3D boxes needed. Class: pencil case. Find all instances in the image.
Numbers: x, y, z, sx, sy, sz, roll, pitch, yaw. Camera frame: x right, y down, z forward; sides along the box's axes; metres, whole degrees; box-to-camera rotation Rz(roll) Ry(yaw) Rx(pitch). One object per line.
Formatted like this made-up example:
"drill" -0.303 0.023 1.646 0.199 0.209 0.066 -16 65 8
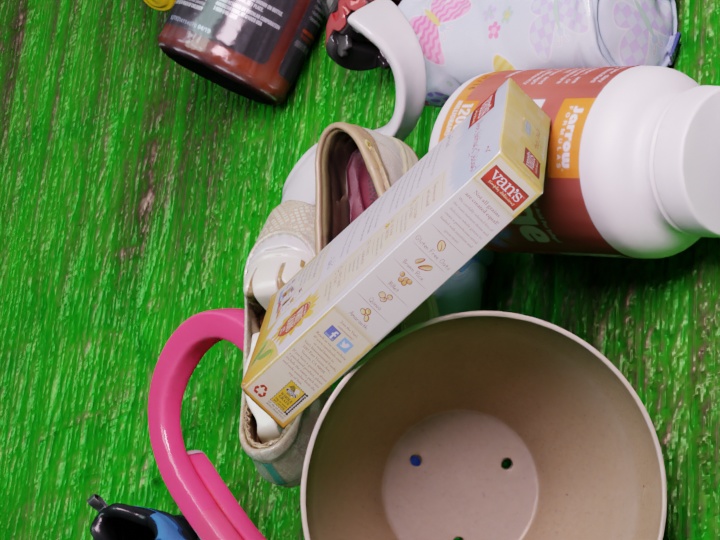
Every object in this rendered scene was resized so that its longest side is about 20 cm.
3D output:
"pencil case" 0.109 -0.154 1.475 0.199 0.083 0.091 -4 61 48

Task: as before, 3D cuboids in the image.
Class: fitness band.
"fitness band" -0.069 0.116 1.507 0.200 0.037 0.144 50 124 32

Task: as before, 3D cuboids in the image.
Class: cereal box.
"cereal box" 0.022 -0.012 1.282 0.200 0.040 0.144 -42 11 19

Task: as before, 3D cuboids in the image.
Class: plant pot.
"plant pot" 0.063 0.125 1.304 0.134 0.200 0.201 142 152 -86

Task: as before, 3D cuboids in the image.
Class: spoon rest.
"spoon rest" -0.003 -0.083 1.521 0.061 0.099 0.201 37 135 19

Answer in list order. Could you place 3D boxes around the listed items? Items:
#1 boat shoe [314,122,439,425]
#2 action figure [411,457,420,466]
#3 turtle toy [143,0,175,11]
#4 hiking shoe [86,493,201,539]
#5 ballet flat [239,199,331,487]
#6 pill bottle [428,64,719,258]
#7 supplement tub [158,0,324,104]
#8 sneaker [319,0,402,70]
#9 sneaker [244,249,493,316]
"boat shoe" 0.000 0.000 1.409 0.074 0.066 0.201 -28 53 31
"action figure" 0.009 0.159 1.421 0.052 0.065 0.201 8 73 55
"turtle toy" -0.128 -0.302 1.760 0.101 0.200 0.146 -3 41 30
"hiking shoe" -0.119 0.223 1.511 0.075 0.087 0.200 -57 38 8
"ballet flat" -0.045 0.035 1.436 0.067 0.062 0.201 -14 61 21
"pill bottle" 0.143 -0.064 1.358 0.200 0.112 0.113 3 71 50
"supplement tub" -0.062 -0.231 1.698 0.107 0.107 0.201 23 86 52
"sneaker" 0.037 -0.231 1.571 0.200 0.071 0.098 -44 51 28
"sneaker" 0.015 -0.008 1.504 0.199 0.079 0.131 13 78 45
